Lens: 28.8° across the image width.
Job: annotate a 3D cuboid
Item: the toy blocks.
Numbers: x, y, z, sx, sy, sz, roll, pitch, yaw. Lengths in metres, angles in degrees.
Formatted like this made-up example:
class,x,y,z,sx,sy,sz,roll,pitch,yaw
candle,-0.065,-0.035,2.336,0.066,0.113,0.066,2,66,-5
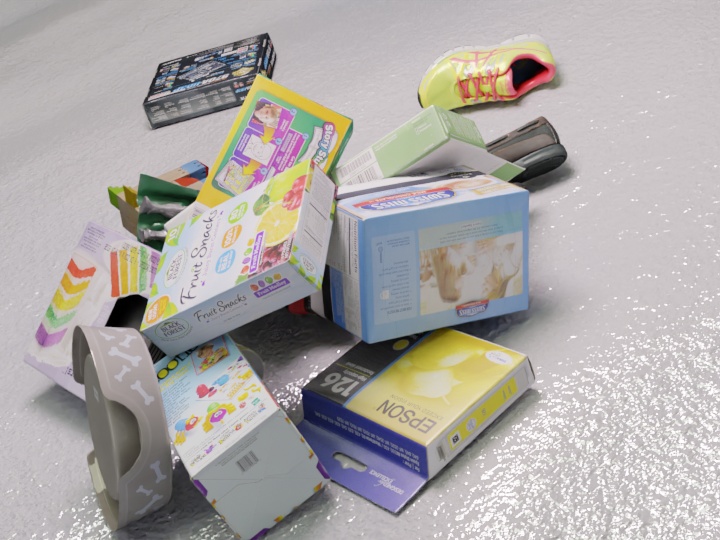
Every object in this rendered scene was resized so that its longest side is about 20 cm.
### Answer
class,x,y,z,sx,sy,sz,roll,pitch,yaw
toy blocks,-0.219,-0.075,1.824,0.136,0.101,0.199,-26,40,-28

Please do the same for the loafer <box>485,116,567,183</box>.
class,x,y,z,sx,sy,sz,roll,pitch,yaw
loafer,0.147,-0.127,1.679,0.198,0.072,0.064,-18,72,-8

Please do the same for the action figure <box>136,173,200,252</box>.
class,x,y,z,sx,sy,sz,roll,pitch,yaw
action figure,-0.174,-0.054,1.725,0.197,0.120,0.055,3,-3,-24

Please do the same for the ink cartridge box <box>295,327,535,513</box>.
class,x,y,z,sx,sy,sz,roll,pitch,yaw
ink cartridge box,0.036,0.129,1.379,0.199,0.047,0.197,-36,34,-28

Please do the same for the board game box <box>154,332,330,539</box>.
class,x,y,z,sx,sy,sz,roll,pitch,yaw
board game box,-0.126,0.152,1.364,0.104,0.103,0.200,-37,32,-5

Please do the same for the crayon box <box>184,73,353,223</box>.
class,x,y,z,sx,sy,sz,roll,pitch,yaw
crayon box,-0.101,-0.096,1.530,0.118,0.058,0.202,26,83,3

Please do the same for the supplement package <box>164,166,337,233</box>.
class,x,y,z,sx,sy,sz,roll,pitch,yaw
supplement package,-0.110,-0.056,1.614,0.199,0.117,0.117,-37,-4,-5

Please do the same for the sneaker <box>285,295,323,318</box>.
class,x,y,z,sx,sy,sz,roll,pitch,yaw
sneaker,0.000,0.000,1.583,0.097,0.072,0.200,20,35,24

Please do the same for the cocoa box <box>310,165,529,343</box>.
class,x,y,z,sx,sy,sz,roll,pitch,yaw
cocoa box,0.061,-0.020,1.449,0.198,0.135,0.131,-11,19,-26

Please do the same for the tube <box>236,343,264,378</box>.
class,x,y,z,sx,sy,sz,roll,pitch,yaw
tube,-0.171,0.095,1.559,0.057,0.053,0.199,13,1,-32

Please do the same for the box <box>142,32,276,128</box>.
class,x,y,z,sx,sy,sz,roll,pitch,yaw
box,-0.238,-0.304,2.235,0.197,0.046,0.160,-14,31,11

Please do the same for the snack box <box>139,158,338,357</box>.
class,x,y,z,sx,sy,sz,roll,pitch,yaw
snack box,-0.120,-0.012,1.393,0.198,0.053,0.143,-24,37,31

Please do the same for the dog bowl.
class,x,y,z,sx,sy,sz,roll,pitch,yaw
dog bowl,-0.233,0.148,1.371,0.058,0.203,0.200,-10,26,-20

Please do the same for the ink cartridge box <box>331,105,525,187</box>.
class,x,y,z,sx,sy,sz,roll,pitch,yaw
ink cartridge box,0.079,-0.111,1.568,0.145,0.048,0.199,-32,-20,25

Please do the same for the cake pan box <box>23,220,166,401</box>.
class,x,y,z,sx,sy,sz,roll,pitch,yaw
cake pan box,-0.276,0.057,1.575,0.199,0.052,0.186,24,89,44

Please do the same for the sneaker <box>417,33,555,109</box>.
class,x,y,z,sx,sy,sz,roll,pitch,yaw
sneaker,0.172,-0.259,1.884,0.198,0.079,0.091,-22,32,-2
